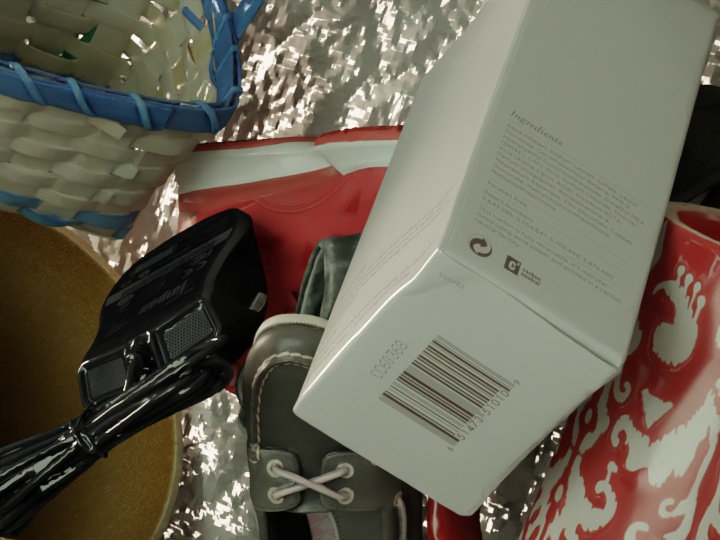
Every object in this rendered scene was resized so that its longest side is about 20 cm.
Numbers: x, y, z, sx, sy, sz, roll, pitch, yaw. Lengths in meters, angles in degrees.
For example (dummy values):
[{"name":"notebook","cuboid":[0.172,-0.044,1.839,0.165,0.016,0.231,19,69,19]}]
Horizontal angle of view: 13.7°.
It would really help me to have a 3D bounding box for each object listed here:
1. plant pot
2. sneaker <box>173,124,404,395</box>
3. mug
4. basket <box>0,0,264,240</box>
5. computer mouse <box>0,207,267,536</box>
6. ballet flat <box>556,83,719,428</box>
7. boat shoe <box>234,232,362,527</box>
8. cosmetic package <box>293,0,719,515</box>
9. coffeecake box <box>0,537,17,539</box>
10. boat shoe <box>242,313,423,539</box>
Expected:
[{"name":"plant pot","cuboid":[-0.214,0.086,1.343,0.200,0.186,0.187,-26,65,43]},{"name":"sneaker","cuboid":[0.000,0.000,1.274,0.200,0.078,0.116,-2,87,47]},{"name":"mug","cuboid":[0.107,0.078,1.104,0.177,0.133,0.201,21,102,14]},{"name":"basket","cuboid":[-0.126,-0.120,1.261,0.200,0.176,0.139,-53,35,36]},{"name":"computer mouse","cuboid":[-0.097,0.048,1.203,0.140,0.200,0.046,-31,105,11]},{"name":"ballet flat","cuboid":[0.096,0.015,1.199,0.068,0.068,0.200,43,105,24]},{"name":"boat shoe","cuboid":[-0.018,0.048,1.221,0.072,0.071,0.200,-100,24,-43]},{"name":"cosmetic package","cuboid":[0.056,-0.024,1.096,0.113,0.081,0.200,-48,14,45]},{"name":"coffeecake box","cuboid":[-0.098,0.194,1.210,0.073,0.200,0.154,6,84,35]},{"name":"boat shoe","cuboid":[-0.008,0.104,1.180,0.067,0.200,0.057,1,44,14]}]
